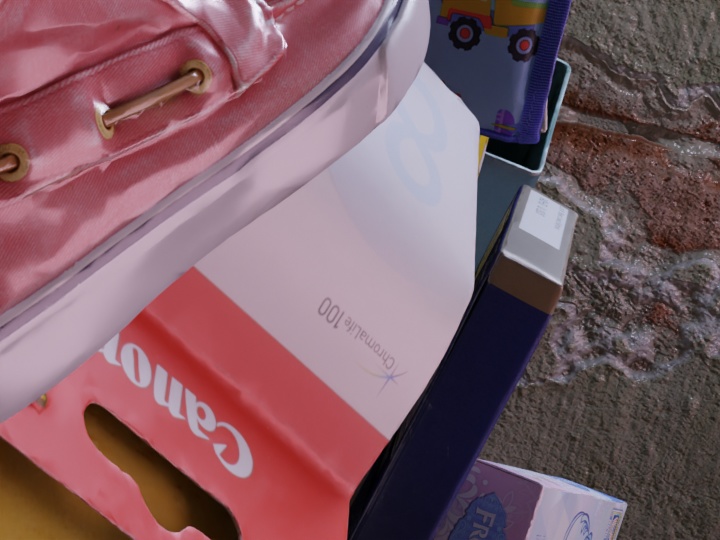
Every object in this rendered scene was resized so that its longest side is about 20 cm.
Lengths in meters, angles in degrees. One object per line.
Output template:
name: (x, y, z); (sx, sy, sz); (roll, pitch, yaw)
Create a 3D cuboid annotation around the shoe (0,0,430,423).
shoe: (-0.054, -0.055, 0.424); (0.200, 0.071, 0.091); (-45, 130, -41)

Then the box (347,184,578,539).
box: (0.026, 0.070, 0.778); (0.201, 0.032, 0.121); (-62, 179, 17)

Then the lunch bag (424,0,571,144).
lunch bag: (0.009, -0.141, 0.685); (0.094, 0.150, 0.201); (-39, 143, -81)

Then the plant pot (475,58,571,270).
plant pot: (0.021, -0.036, 1.191); (0.142, 0.140, 0.201); (-67, 178, -57)

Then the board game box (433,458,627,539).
board game box: (0.055, 0.190, 0.900); (0.199, 0.043, 0.201); (28, 81, -71)

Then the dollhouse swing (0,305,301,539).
dollhouse swing: (-0.133, 0.116, 0.517); (0.182, 0.175, 0.201); (48, 43, -31)

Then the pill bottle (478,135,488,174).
pill bottle: (-0.021, -0.008, 0.756); (0.113, 0.112, 0.201); (91, 16, -68)

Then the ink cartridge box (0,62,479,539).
ink cartridge box: (-0.029, -0.013, 0.530); (0.160, 0.047, 0.201); (44, 33, -36)

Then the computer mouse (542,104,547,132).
computer mouse: (0.000, 0.000, 0.846); (0.053, 0.138, 0.201); (45, 56, -52)

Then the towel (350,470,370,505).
towel: (-0.003, 0.102, 1.051); (0.032, 0.191, 0.200); (-44, 165, -18)
